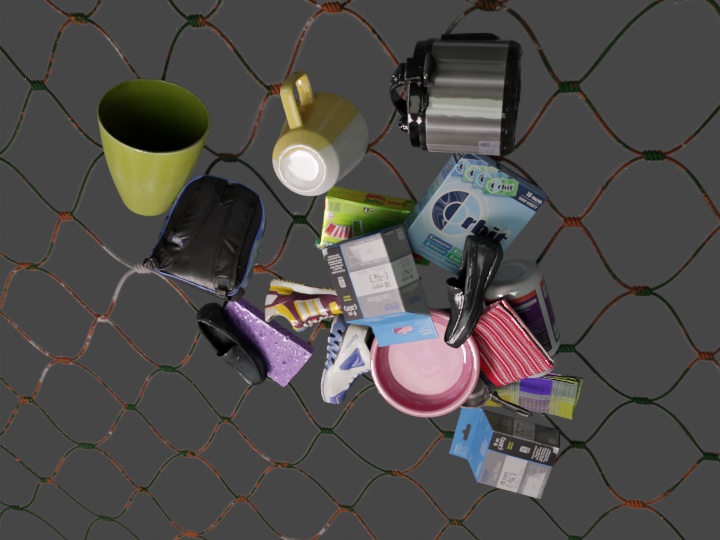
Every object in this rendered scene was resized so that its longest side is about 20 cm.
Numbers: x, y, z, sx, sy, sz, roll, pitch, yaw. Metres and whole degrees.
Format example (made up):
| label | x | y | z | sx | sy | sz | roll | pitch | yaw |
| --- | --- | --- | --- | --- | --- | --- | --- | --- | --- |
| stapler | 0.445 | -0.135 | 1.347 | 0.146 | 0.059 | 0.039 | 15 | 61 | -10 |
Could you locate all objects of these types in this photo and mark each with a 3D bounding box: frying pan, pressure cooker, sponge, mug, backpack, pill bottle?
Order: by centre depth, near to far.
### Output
| label | x | y | z | sx | sy | sz | roll | pitch | yaw |
| --- | --- | --- | --- | --- | --- | --- | --- | --- | --- |
| pressure cooker | 0.143 | -0.266 | 1.271 | 0.198 | 0.179 | 0.177 | 4 | 124 | 12 |
| mug | -0.089 | -0.211 | 1.381 | 0.186 | 0.153 | 0.149 | 41 | 122 | -11 |
| pill bottle | 0.288 | 0.088 | 1.481 | 0.112 | 0.113 | 0.201 | -11 | 117 | 21 |
| backpack | -0.265 | -0.061 | 1.510 | 0.182 | 0.147 | 0.201 | 20 | 83 | 0 |
| frying pan | 0.221 | 0.215 | 1.549 | 0.189 | 0.031 | 0.115 | 0 | 129 | 31 |
| sponge | -0.204 | 0.143 | 1.698 | 0.199 | 0.030 | 0.112 | 36 | 122 | -6 |

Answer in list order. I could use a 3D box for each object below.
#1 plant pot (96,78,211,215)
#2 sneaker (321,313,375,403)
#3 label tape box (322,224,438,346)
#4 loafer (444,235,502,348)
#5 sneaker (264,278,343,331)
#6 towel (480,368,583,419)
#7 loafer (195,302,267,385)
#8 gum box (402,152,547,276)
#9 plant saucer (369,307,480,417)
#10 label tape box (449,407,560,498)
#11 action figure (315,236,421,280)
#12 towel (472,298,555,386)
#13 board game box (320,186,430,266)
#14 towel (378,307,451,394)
| label | x | y | z | sx | sy | sz | roll | pitch | yaw |
| --- | --- | --- | --- | --- | --- | --- | --- | --- | --- |
| plant pot | -0.367 | -0.197 | 1.467 | 0.186 | 0.188 | 0.201 | 22 | 137 | 1 |
| sneaker | -0.009 | 0.184 | 1.639 | 0.114 | 0.081 | 0.201 | 14 | 121 | 9 |
| label tape box | 0.032 | 0.038 | 1.409 | 0.144 | 0.063 | 0.201 | -14 | 97 | 44 |
| loafer | 0.174 | 0.034 | 1.403 | 0.070 | 0.068 | 0.202 | 14 | 109 | -12 |
| sneaker | -0.085 | 0.077 | 1.581 | 0.198 | 0.075 | 0.091 | 10 | 83 | 17 |
| towel | 0.314 | 0.231 | 1.588 | 0.198 | 0.023 | 0.144 | 8 | 142 | 10 |
| loafer | -0.260 | 0.157 | 1.662 | 0.068 | 0.071 | 0.201 | -25 | 110 | 27 |
| gum box | 0.185 | -0.092 | 1.405 | 0.169 | 0.045 | 0.200 | 28 | 115 | -19 |
| plant saucer | 0.117 | 0.162 | 1.509 | 0.199 | 0.051 | 0.202 | 2 | 100 | 11 |
| label tape box | 0.285 | 0.365 | 1.677 | 0.198 | 0.063 | 0.145 | 14 | 122 | 6 |
| action figure | 0.000 | 0.000 | 1.546 | 0.199 | 0.055 | 0.118 | 35 | 126 | -2 |
| towel | 0.243 | 0.131 | 1.452 | 0.145 | 0.022 | 0.200 | 51 | 156 | 2 |
| board game box | 0.034 | -0.079 | 1.479 | 0.198 | 0.048 | 0.102 | 10 | 122 | 3 |
| towel | 0.132 | 0.149 | 1.585 | 0.198 | 0.035 | 0.194 | -2 | 119 | -5 |
